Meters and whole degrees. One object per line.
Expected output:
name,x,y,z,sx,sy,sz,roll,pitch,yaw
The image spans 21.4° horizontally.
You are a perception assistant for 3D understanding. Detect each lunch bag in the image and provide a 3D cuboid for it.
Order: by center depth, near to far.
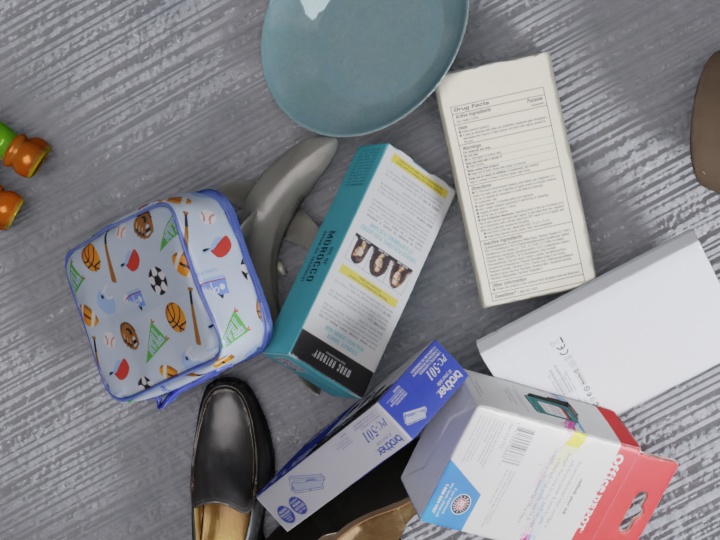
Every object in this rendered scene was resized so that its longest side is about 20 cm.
lunch bag,-0.163,0.028,1.599,0.200,0.075,0.161,-25,86,49

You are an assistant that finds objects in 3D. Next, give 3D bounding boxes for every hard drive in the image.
hard drive,0.213,0.061,1.592,0.200,0.027,0.132,-28,126,8

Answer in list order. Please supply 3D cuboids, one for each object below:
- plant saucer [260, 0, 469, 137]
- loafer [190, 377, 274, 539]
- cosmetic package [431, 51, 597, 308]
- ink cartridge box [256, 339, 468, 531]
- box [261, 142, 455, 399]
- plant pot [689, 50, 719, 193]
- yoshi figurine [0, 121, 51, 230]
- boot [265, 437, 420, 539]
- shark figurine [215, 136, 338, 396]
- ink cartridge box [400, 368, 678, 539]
plant saucer,0.009,-0.203,1.602,0.201,0.039,0.201,-10,71,29
loafer,-0.114,0.194,1.648,0.073,0.072,0.200,-3,92,8
cosmetic package,0.130,-0.076,1.603,0.105,0.071,0.200,-11,92,5
ink cartridge box,0.000,0.138,1.568,0.044,0.094,0.200,47,137,-1
box,0.000,0.000,1.587,0.082,0.049,0.200,33,73,-28
plant pot,0.365,-0.116,1.533,0.174,0.200,0.201,8,95,25
yoshi figurine,-0.378,-0.117,1.664,0.200,0.113,0.112,27,137,-10
boot,0.014,0.216,1.650,0.200,0.074,0.076,-34,119,2
shark figurine,-0.081,-0.004,1.621,0.128,0.089,0.215,0,98,20
ink cartridge box,0.150,0.167,1.586,0.200,0.067,0.116,17,110,-23
